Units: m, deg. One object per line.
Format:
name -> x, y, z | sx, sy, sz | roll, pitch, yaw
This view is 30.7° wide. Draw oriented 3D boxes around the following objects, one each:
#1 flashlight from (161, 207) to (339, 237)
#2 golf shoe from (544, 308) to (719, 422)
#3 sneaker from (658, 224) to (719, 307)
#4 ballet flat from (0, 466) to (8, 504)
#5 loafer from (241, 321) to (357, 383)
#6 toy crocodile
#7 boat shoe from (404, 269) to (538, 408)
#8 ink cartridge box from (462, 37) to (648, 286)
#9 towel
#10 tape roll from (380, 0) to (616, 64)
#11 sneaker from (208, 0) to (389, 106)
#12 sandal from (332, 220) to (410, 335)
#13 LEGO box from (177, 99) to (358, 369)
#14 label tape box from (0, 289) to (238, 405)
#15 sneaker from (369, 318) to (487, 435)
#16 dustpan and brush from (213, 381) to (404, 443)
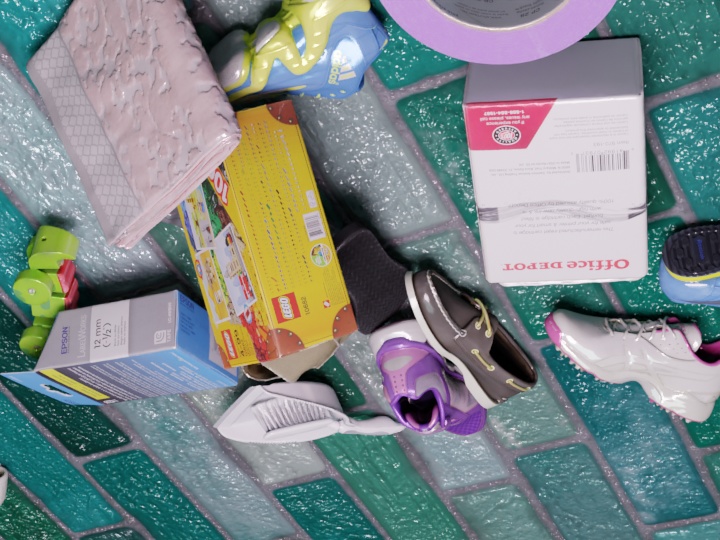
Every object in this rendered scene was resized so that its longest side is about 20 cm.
flashlight -> -0.121, -0.050, 1.230 | 0.198, 0.069, 0.068 | 22, 167, -6
golf shoe -> 0.275, 0.072, 1.278 | 0.198, 0.076, 0.092 | 24, 118, -16
sneaker -> 0.372, -0.002, 1.190 | 0.198, 0.067, 0.079 | -4, 145, 14
ballet flat -> -0.514, 0.227, 1.573 | 0.199, 0.070, 0.069 | 25, 133, -19
loafer -> -0.064, 0.071, 1.277 | 0.075, 0.069, 0.200 | 34, 157, -9
toy crocodile -> -0.312, 0.030, 1.334 | 0.061, 0.068, 0.201 | 8, 134, 0
boat shoe -> 0.110, 0.060, 1.289 | 0.060, 0.072, 0.201 | -20, 134, 22
ink cartridge box -> 0.171, -0.088, 1.122 | 0.144, 0.084, 0.201 | -2, 134, 12
towel -> -0.191, -0.145, 1.078 | 0.032, 0.201, 0.191 | -12, 161, -48
tape roll -> 0.104, -0.256, 0.986 | 0.198, 0.066, 0.201 | 6, 135, 6
sneaker -> -0.059, -0.164, 1.097 | 0.199, 0.076, 0.105 | -31, 122, 32
sandal -> 0.000, 0.000, 1.239 | 0.045, 0.075, 0.200 | 42, 172, 28
LEGO box -> -0.089, -0.027, 1.118 | 0.077, 0.202, 0.149 | -16, 179, -25
label tape box -> -0.242, 0.084, 1.339 | 0.198, 0.067, 0.143 | -8, 158, 18
sneaker -> 0.072, 0.132, 1.334 | 0.080, 0.089, 0.200 | -20, 143, 20
dustpan and brush -> -0.042, 0.159, 1.410 | 0.198, 0.058, 0.140 | -6, 158, -29
